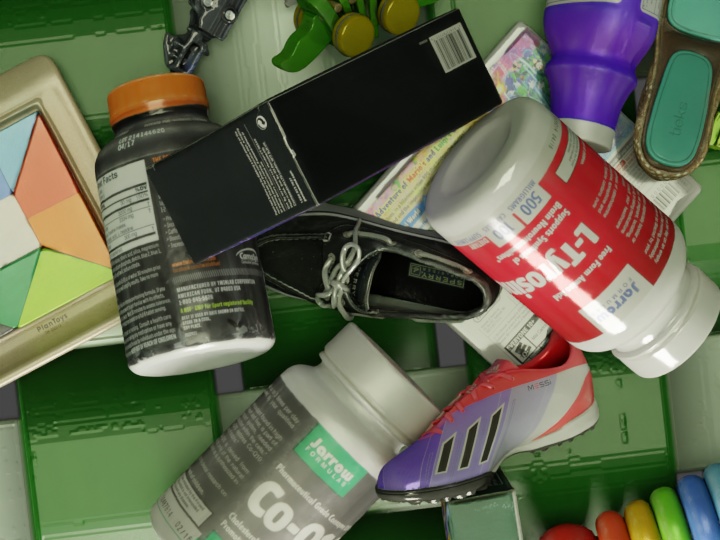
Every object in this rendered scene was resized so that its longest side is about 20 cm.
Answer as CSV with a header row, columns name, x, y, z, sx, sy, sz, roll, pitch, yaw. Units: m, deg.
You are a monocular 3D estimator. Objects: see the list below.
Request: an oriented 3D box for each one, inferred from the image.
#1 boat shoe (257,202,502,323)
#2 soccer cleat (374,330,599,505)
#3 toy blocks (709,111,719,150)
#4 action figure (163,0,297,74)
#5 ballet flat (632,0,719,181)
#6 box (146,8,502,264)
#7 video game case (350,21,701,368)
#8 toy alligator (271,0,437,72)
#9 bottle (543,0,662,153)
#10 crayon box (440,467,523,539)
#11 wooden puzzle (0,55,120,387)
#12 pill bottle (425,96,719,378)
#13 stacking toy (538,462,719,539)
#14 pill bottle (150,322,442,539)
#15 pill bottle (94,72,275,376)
name,x,y,z,sx,sy,sz,roll,pitch,yaw
boat shoe,0.000,0.003,1.362,0.198,0.068,0.074,14,110,10
soccer cleat,0.085,0.103,1.336,0.199,0.068,0.074,-21,107,-35
toy blocks,0.341,-0.085,1.348,0.199,0.137,0.101,20,91,-1
action figure,-0.096,-0.225,1.344,0.193,0.105,0.201,20,96,-30
ballet flat,0.236,-0.156,1.377,0.070,0.065,0.201,23,80,1
box,-0.022,-0.091,1.292,0.200,0.141,0.079,-31,98,-42
video game case,0.117,-0.047,1.402,0.182,0.024,0.200,42,91,-2
toy alligator,0.017,-0.201,1.350,0.199,0.059,0.055,-30,127,-24
bottle,0.171,-0.185,1.359,0.065,0.083,0.202,16,81,-42
crayon box,0.096,0.248,1.358,0.051,0.126,0.202,-10,92,0
wooden puzzle,-0.261,-0.029,1.389,0.184,0.037,0.201,-28,92,0
pill bottle,0.150,-0.017,1.324,0.200,0.112,0.112,39,91,-19
stacking toy,0.221,0.190,1.385,0.199,0.085,0.086,-18,92,3
pill bottle,-0.044,0.139,1.359,0.113,0.113,0.200,44,91,-2
pill bottle,-0.127,-0.034,1.348,0.105,0.106,0.201,-11,80,-1
